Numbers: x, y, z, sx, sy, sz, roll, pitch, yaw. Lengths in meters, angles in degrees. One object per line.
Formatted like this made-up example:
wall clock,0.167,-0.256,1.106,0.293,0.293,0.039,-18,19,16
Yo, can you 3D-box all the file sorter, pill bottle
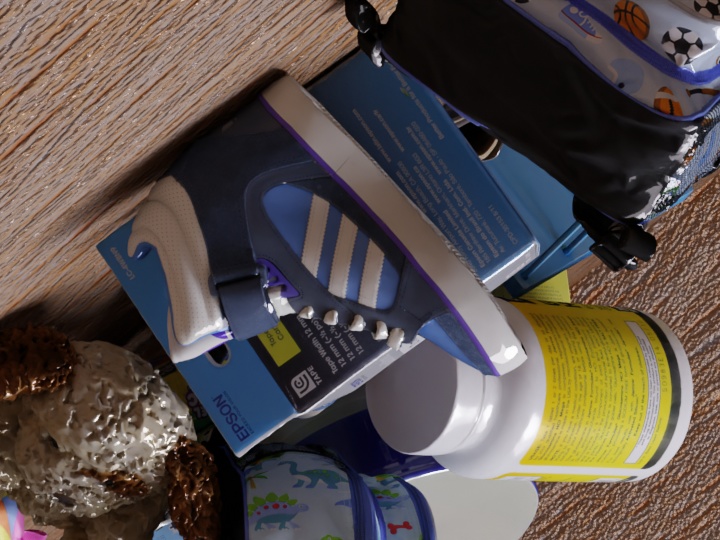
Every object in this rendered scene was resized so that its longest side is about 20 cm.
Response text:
file sorter,0.145,-0.101,1.695,0.199,0.139,0.123,-28,166,-44
pill bottle,0.104,0.074,1.647,0.199,0.113,0.112,5,145,-41

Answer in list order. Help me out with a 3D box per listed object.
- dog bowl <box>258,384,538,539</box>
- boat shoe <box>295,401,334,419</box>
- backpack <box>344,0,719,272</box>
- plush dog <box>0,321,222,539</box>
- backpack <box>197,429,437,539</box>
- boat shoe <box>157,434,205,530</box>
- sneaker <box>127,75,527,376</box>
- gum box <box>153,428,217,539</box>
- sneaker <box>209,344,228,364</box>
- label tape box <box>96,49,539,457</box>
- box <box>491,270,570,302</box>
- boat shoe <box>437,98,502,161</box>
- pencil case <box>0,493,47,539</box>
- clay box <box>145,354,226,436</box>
dog bowl,0.015,0.152,1.760,0.199,0.079,0.201,-17,150,-10
boat shoe,0.000,0.000,1.637,0.072,0.072,0.201,-38,-152,49
backpack,0.127,-0.126,1.324,0.154,0.200,0.190,-54,167,29
plush dog,-0.155,0.098,1.532,0.161,0.199,0.172,-62,-167,-26
backpack,-0.027,0.196,1.566,0.146,0.185,0.200,0,-175,-7
boat shoe,-0.143,0.144,1.762,0.075,0.061,0.200,-22,-173,-19
sneaker,-0.027,0.014,1.374,0.146,0.200,0.081,-42,-178,4
gum box,-0.102,0.137,1.906,0.169,0.045,0.200,-30,-167,14
sneaker,-0.065,-0.005,1.591,0.082,0.074,0.200,-33,174,-34
label tape box,-0.022,-0.012,1.449,0.199,0.144,0.066,-36,173,3
box,0.102,-0.015,1.810,0.050,0.201,0.075,4,154,-22
boat shoe,0.043,-0.087,1.544,0.074,0.074,0.200,-32,172,-24
pencil case,-0.300,0.184,1.679,0.199,0.089,0.088,-29,170,-37
clay box,-0.134,0.085,1.716,0.199,0.048,0.115,-18,-175,40
